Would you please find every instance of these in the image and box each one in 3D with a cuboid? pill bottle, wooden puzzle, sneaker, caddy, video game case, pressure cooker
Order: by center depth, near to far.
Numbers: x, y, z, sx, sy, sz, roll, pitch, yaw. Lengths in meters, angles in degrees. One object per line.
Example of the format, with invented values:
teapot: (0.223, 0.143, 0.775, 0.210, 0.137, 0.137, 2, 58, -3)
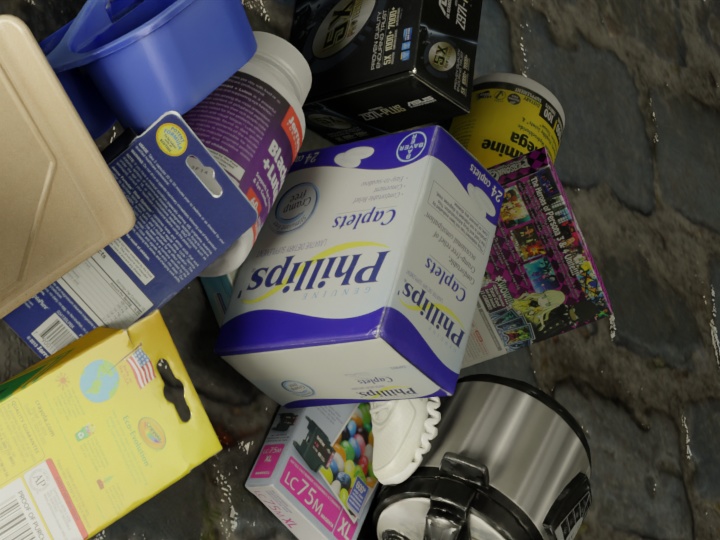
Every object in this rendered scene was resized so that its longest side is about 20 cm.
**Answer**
wooden puzzle: (-0.283, -0.055, 1.216, 0.199, 0.037, 0.186, -34, 116, -12)
caddy: (-0.175, -0.185, 1.359, 0.200, 0.140, 0.106, -47, 122, -44)
pill bottle: (-0.111, -0.103, 1.434, 0.112, 0.111, 0.201, 50, 45, -31)
sneaker: (0.031, 0.093, 1.547, 0.081, 0.075, 0.202, 24, 63, -29)
pressure cooker: (0.105, 0.220, 1.581, 0.176, 0.178, 0.201, 49, 47, -16)
video game case: (0.123, -0.005, 1.618, 0.036, 0.180, 0.201, -96, 161, -49)
pill bottle: (0.129, -0.087, 1.714, 0.112, 0.112, 0.201, 43, 52, -35)

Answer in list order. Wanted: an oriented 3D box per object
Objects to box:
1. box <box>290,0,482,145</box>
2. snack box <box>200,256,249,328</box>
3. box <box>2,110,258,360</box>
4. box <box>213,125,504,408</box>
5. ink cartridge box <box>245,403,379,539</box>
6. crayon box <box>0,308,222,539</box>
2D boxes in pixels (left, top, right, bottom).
box: (0.025, -0.235, 1.584, 0.086, 0.163, 0.202, 27, 64, -43)
snack box: (-0.060, -0.008, 1.535, 0.200, 0.037, 0.117, -35, 110, -47)
box: (-0.185, -0.020, 1.310, 0.200, 0.032, 0.121, -41, 119, -2)
box: (0.000, 0.000, 1.433, 0.105, 0.183, 0.202, 40, 55, -39)
ink cartridge box: (-0.021, 0.145, 1.551, 0.119, 0.042, 0.201, 49, 48, -32)
crayon box: (-0.212, 0.129, 1.277, 0.199, 0.051, 0.128, -31, 106, -28)
